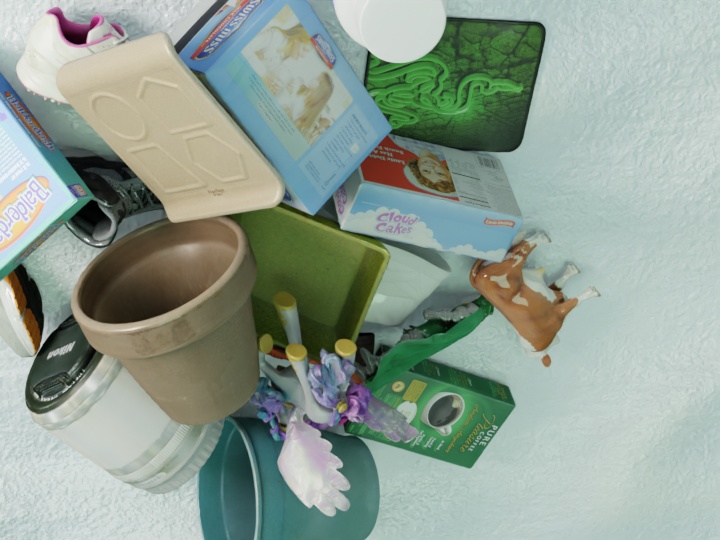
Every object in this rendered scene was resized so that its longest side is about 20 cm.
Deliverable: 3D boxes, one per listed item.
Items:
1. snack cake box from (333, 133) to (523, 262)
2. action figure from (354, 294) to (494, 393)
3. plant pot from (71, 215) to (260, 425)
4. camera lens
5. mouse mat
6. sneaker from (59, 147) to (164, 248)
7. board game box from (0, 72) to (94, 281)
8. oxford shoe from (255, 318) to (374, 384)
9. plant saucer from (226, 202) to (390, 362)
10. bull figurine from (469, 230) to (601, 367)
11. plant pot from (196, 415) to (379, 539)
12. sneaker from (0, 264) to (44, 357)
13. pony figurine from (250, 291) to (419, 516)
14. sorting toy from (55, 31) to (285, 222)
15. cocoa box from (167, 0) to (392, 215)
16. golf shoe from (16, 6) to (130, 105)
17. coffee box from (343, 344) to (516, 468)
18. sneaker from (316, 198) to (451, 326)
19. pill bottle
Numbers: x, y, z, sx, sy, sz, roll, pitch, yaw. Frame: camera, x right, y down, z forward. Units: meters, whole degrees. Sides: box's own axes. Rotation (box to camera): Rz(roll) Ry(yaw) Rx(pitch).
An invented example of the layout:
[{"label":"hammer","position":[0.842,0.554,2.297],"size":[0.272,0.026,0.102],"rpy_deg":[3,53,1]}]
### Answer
[{"label":"snack cake box","position":[0.070,-0.085,1.469],"size":[0.197,0.116,0.068],"rpy_deg":[11,128,-20]},{"label":"action figure","position":[0.082,0.078,1.594],"size":[0.198,0.055,0.118],"rpy_deg":[-25,167,-28]},{"label":"plant pot","position":[-0.184,0.065,1.412],"size":[0.198,0.201,0.176],"rpy_deg":[-19,121,2]},{"label":"camera lens","position":[-0.274,0.147,1.532],"size":[0.159,0.161,0.200],"rpy_deg":[-38,124,15]},{"label":"mouse mat","position":[0.099,-0.204,1.464],"size":[0.197,0.008,0.163],"rpy_deg":[1,124,-11]},{"label":"sneaker","position":[-0.244,-0.075,1.412],"size":[0.197,0.114,0.076],"rpy_deg":[0,125,-12]},{"label":"board game box","position":[-0.388,-0.105,1.340],"size":[0.152,0.045,0.201],"rpy_deg":[-38,88,15]},{"label":"oxford shoe","position":[-0.076,0.075,1.597],"size":[0.198,0.071,0.073],"rpy_deg":[21,90,-20]},{"label":"plant saucer","position":[-0.079,-0.002,1.493],"size":[0.198,0.048,0.201],"rpy_deg":[21,133,-1]},{"label":"bull figurine","position":[0.215,0.032,1.618],"size":[0.121,0.065,0.200],"rpy_deg":[-42,129,8]},{"label":"plant pot","position":[-0.083,0.278,1.655],"size":[0.186,0.201,0.202],"rpy_deg":[0,126,-27]},{"label":"sneaker","position":[-0.423,0.017,1.473],"size":[0.091,0.076,0.202],"rpy_deg":[-16,119,9]},{"label":"pony figurine","position":[-0.047,0.149,1.499],"size":[0.166,0.192,0.202],"rpy_deg":[-35,144,-31]},{"label":"sorting toy","position":[-0.183,-0.137,1.291],"size":[0.184,0.037,0.201],"rpy_deg":[-6,131,44]},{"label":"cocoa box","position":[-0.088,-0.179,1.338],"size":[0.134,0.131,0.201],"rpy_deg":[-47,126,-13]},{"label":"golf shoe","position":[-0.245,-0.205,1.349],"size":[0.197,0.076,0.092],"rpy_deg":[12,118,-21]},{"label":"coffee box","position":[0.087,0.178,1.704],"size":[0.198,0.044,0.124],"rpy_deg":[18,120,-22]},{"label":"sneaker","position":[0.000,0.000,1.544],"size":[0.199,0.074,0.116],"rpy_deg":[28,112,-29]},{"label":"pill bottle","position":[0.023,-0.280,1.274],"size":[0.110,0.201,0.113],"rpy_deg":[-6,126,-8]}]
